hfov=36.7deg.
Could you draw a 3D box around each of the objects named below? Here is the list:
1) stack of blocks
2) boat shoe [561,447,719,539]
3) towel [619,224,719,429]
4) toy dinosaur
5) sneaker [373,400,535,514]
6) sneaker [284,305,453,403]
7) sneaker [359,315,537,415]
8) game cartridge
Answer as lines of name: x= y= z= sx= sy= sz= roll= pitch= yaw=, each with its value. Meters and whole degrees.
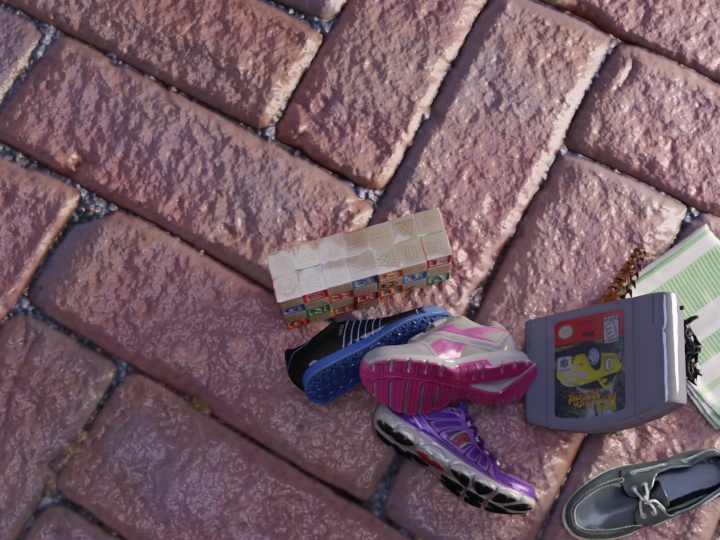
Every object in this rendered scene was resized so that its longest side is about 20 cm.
stack of blocks: x=0.000 y=0.000 z=1.227 sx=0.198 sy=0.115 sz=0.059 roll=-15 pitch=72 yaw=-2
boat shoe: x=0.312 y=0.236 z=1.162 sx=0.198 sy=0.062 sz=0.073 roll=-17 pitch=72 yaw=-2
towel: x=0.401 y=0.063 z=1.232 sx=0.152 sy=0.023 sz=0.201 roll=-35 pitch=74 yaw=-8
toy dinosaur: x=0.292 y=0.079 z=1.190 sx=0.135 sy=0.102 sz=0.202 roll=3 pitch=101 yaw=38
sneaker: x=0.111 y=0.190 z=1.184 sx=0.199 sy=0.081 sz=0.084 roll=35 pitch=67 yaw=11
sneaker: x=0.009 y=0.079 z=1.228 sx=0.199 sy=0.071 sz=0.078 roll=-21 pitch=36 yaw=-20
sneaker: x=0.088 y=0.099 z=1.187 sx=0.198 sy=0.082 sz=0.089 roll=1 pitch=39 yaw=-21
game cartridge: x=0.253 y=0.104 z=1.153 sx=0.041 sy=0.199 sz=0.135 roll=12 pitch=71 yaw=-38
